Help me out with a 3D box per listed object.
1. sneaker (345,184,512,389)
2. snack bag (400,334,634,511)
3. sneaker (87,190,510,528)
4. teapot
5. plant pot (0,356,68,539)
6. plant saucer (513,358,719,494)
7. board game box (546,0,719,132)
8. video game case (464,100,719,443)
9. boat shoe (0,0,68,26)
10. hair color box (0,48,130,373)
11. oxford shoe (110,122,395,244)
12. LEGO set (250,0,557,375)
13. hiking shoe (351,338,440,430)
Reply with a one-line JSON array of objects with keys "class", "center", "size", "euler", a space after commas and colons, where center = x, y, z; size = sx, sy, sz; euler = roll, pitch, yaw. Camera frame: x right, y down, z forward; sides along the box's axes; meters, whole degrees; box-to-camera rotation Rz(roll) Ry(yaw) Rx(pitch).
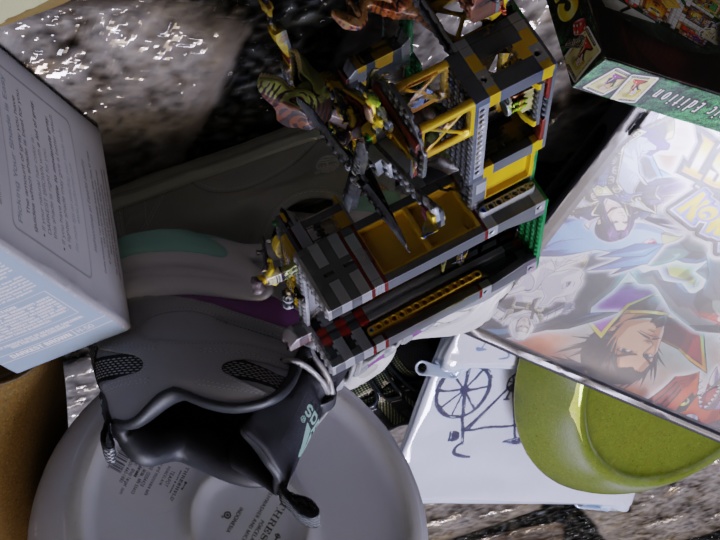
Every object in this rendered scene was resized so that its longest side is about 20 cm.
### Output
[{"class": "sneaker", "center": [0.000, 0.000, 0.875], "size": [0.099, 0.078, 0.200], "euler": [12, 143, -36]}, {"class": "snack bag", "center": [0.114, 0.053, 0.983], "size": [0.187, 0.021, 0.201], "euler": [6, 115, -34]}, {"class": "sneaker", "center": [-0.017, 0.045, 0.756], "size": [0.198, 0.141, 0.078], "euler": [-11, 140, -1]}, {"class": "teapot", "center": [-0.071, 0.144, 0.835], "size": [0.199, 0.199, 0.146], "euler": [-12, 159, -25]}, {"class": "plant pot", "center": [-0.213, 0.086, 0.848], "size": [0.185, 0.187, 0.201], "euler": [1, 137, -28]}, {"class": "plant saucer", "center": [0.177, 0.047, 0.985], "size": [0.199, 0.031, 0.201], "euler": [-16, 125, -24]}, {"class": "board game box", "center": [0.145, -0.101, 0.712], "size": [0.199, 0.105, 0.023], "euler": [11, 143, -40]}, {"class": "video game case", "center": [0.178, 0.000, 0.877], "size": [0.199, 0.026, 0.181], "euler": [23, 126, -19]}, {"class": "boat shoe", "center": [-0.085, -0.132, 0.573], "size": [0.199, 0.074, 0.065], "euler": [-22, 158, 17]}, {"class": "hair color box", "center": [-0.166, -0.043, 0.680], "size": [0.060, 0.100, 0.200], "euler": [-20, 153, 15]}, {"class": "oxford shoe", "center": [-0.072, -0.013, 0.833], "size": [0.199, 0.058, 0.075], "euler": [-21, 155, 16]}, {"class": "LEGO set", "center": [-0.007, -0.054, 0.676], "size": [0.115, 0.154, 0.200], "euler": [-27, 164, -12]}, {"class": "hiking shoe", "center": [0.003, 0.057, 1.005], "size": [0.199, 0.076, 0.101], "euler": [-12, 147, -24]}]
